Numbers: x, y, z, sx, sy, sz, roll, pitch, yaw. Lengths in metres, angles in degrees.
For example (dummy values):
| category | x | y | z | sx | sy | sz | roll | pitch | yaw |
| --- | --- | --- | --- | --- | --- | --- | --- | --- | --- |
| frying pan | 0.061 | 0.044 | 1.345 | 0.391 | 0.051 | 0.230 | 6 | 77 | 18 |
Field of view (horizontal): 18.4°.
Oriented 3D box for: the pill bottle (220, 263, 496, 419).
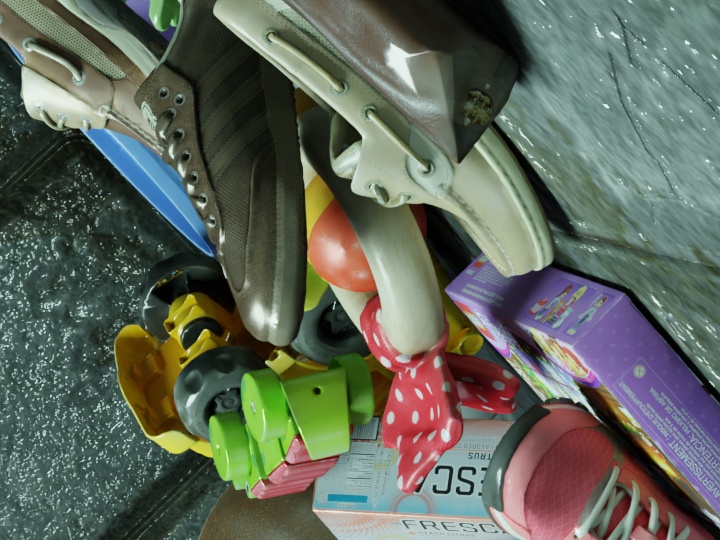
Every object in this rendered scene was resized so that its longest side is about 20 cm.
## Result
| category | x | y | z | sx | sy | sz | roll | pitch | yaw |
| --- | --- | --- | --- | --- | --- | --- | --- | --- | --- |
| pill bottle | 0.004 | 0.039 | 1.500 | 0.200 | 0.113 | 0.113 | 47 | 174 | -1 |

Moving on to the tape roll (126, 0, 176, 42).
| category | x | y | z | sx | sy | sz | roll | pitch | yaw |
| --- | --- | --- | --- | --- | --- | --- | --- | --- | --- |
| tape roll | -0.176 | -0.192 | 1.458 | 0.200 | 0.066 | 0.200 | 46 | 175 | 6 |

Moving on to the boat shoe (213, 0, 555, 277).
| category | x | y | z | sx | sy | sz | roll | pitch | yaw |
| --- | --- | --- | --- | --- | --- | --- | --- | --- | --- |
| boat shoe | 0.012 | -0.063 | 0.994 | 0.200 | 0.065 | 0.072 | 49 | 173 | -26 |

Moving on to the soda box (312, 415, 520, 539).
| category | x | y | z | sx | sy | sz | roll | pitch | yaw |
| --- | --- | --- | --- | --- | --- | --- | --- | --- | --- |
| soda box | 0.076 | 0.126 | 1.285 | 0.199 | 0.064 | 0.068 | 1 | 155 | 19 |

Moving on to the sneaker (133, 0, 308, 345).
| category | x | y | z | sx | sy | sz | roll | pitch | yaw |
| --- | --- | --- | --- | --- | --- | --- | --- | --- | --- |
| sneaker | -0.065 | -0.060 | 1.023 | 0.070 | 0.075 | 0.201 | 92 | 174 | -71 |

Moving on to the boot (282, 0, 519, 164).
| category | x | y | z | sx | sy | sz | roll | pitch | yaw |
| --- | --- | --- | --- | --- | --- | --- | --- | --- | --- |
| boot | -0.026 | -0.129 | 0.824 | 0.200 | 0.064 | 0.186 | 48 | -172 | 17 |

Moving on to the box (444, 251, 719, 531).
| category | x | y | z | sx | sy | sz | roll | pitch | yaw |
| --- | --- | --- | --- | --- | --- | --- | --- | --- | --- |
| box | 0.126 | 0.058 | 1.126 | 0.137 | 0.039 | 0.200 | 48 | 174 | -15 |

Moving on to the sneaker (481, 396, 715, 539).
| category | x | y | z | sx | sy | sz | roll | pitch | yaw |
| --- | --- | --- | --- | --- | --- | --- | --- | --- | --- |
| sneaker | 0.136 | 0.126 | 1.079 | 0.087 | 0.074 | 0.200 | 24 | 168 | 44 |

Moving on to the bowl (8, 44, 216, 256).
| category | x | y | z | sx | sy | sz | roll | pitch | yaw |
| --- | --- | --- | --- | --- | --- | --- | --- | --- | --- |
| bowl | -0.150 | -0.094 | 1.433 | 0.201 | 0.039 | 0.201 | 46 | 174 | 7 |

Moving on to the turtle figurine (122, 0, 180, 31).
| category | x | y | z | sx | sy | sz | roll | pitch | yaw |
| --- | --- | --- | --- | --- | --- | --- | --- | --- | --- |
| turtle figurine | -0.203 | -0.170 | 1.249 | 0.193 | 0.200 | 0.144 | 23 | 153 | 26 |

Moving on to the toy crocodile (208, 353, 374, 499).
| category | x | y | z | sx | sy | sz | roll | pitch | yaw |
| --- | --- | --- | --- | --- | --- | --- | --- | --- | --- |
| toy crocodile | -0.037 | 0.093 | 1.227 | 0.200 | 0.067 | 0.062 | 129 | 130 | -65 |

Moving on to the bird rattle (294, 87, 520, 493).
| category | x | y | z | sx | sy | sz | roll | pitch | yaw |
| --- | --- | --- | --- | --- | --- | --- | --- | --- | --- |
| bird rattle | 0.000 | 0.000 | 1.092 | 0.163 | 0.112 | 0.200 | 76 | 172 | -52 |

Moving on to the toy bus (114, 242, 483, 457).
| category | x | y | z | sx | sy | sz | roll | pitch | yaw |
| --- | --- | --- | --- | --- | --- | --- | --- | --- | --- |
| toy bus | -0.023 | 0.051 | 1.366 | 0.192 | 0.200 | 0.136 | 44 | -169 | -38 |

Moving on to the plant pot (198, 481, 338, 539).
| category | x | y | z | sx | sy | sz | roll | pitch | yaw |
| --- | --- | --- | --- | --- | --- | --- | --- | --- | --- |
| plant pot | 0.013 | 0.211 | 1.408 | 0.187 | 0.187 | 0.200 | 48 | 164 | -18 |

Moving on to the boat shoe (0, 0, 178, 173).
| category | x | y | z | sx | sy | sz | roll | pitch | yaw |
| --- | --- | --- | --- | --- | --- | --- | --- | --- | --- |
| boat shoe | -0.139 | -0.104 | 1.132 | 0.200 | 0.072 | 0.076 | 47 | -173 | 9 |
